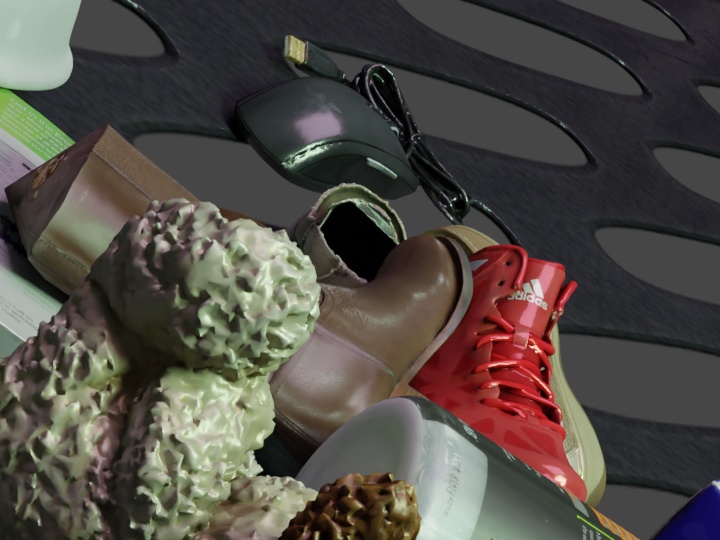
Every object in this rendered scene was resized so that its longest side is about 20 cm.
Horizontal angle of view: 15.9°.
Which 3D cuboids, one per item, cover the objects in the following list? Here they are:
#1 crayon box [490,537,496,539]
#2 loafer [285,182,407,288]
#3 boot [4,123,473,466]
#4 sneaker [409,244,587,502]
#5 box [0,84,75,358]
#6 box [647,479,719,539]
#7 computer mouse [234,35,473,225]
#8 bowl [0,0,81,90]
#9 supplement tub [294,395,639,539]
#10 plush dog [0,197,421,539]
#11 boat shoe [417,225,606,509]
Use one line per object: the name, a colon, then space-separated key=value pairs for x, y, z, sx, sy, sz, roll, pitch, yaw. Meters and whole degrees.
crayon box: x=0.022 y=0.183 z=0.772 sx=0.200 sy=0.051 sz=0.126 roll=-60 pitch=134 yaw=-66
loafer: x=0.000 y=0.000 z=1.300 sx=0.075 sy=0.070 sz=0.200 roll=39 pitch=21 yaw=-9
boot: x=-0.052 y=-0.011 z=1.127 sx=0.200 sy=0.064 sz=0.186 roll=35 pitch=30 yaw=-11
sneaker: x=0.062 y=0.044 z=1.172 sx=0.078 sy=0.116 sz=0.200 roll=33 pitch=-2 yaw=-28
box: x=-0.126 y=0.007 z=1.110 sx=0.144 sy=0.036 sz=0.200 roll=38 pitch=22 yaw=-11
box: x=0.236 y=0.205 z=1.269 sx=0.200 sy=0.105 sz=0.184 roll=51 pitch=22 yaw=22
computer mouse: x=-0.011 y=-0.099 z=1.512 sx=0.200 sy=0.046 sz=0.141 roll=13 pitch=36 yaw=-53
bowl: x=-0.204 y=-0.175 z=1.210 sx=0.201 sy=0.090 sz=0.201 roll=29 pitch=18 yaw=-10
supplement tub: x=0.064 y=0.149 z=1.042 sx=0.200 sy=0.123 sz=0.123 roll=35 pitch=21 yaw=-20
plush dog: x=-0.060 y=0.101 z=0.893 sx=0.172 sy=0.200 sz=0.160 roll=43 pitch=58 yaw=17
boat shoe: x=0.062 y=0.045 z=1.322 sx=0.064 sy=0.071 sz=0.200 roll=24 pitch=28 yaw=-41
